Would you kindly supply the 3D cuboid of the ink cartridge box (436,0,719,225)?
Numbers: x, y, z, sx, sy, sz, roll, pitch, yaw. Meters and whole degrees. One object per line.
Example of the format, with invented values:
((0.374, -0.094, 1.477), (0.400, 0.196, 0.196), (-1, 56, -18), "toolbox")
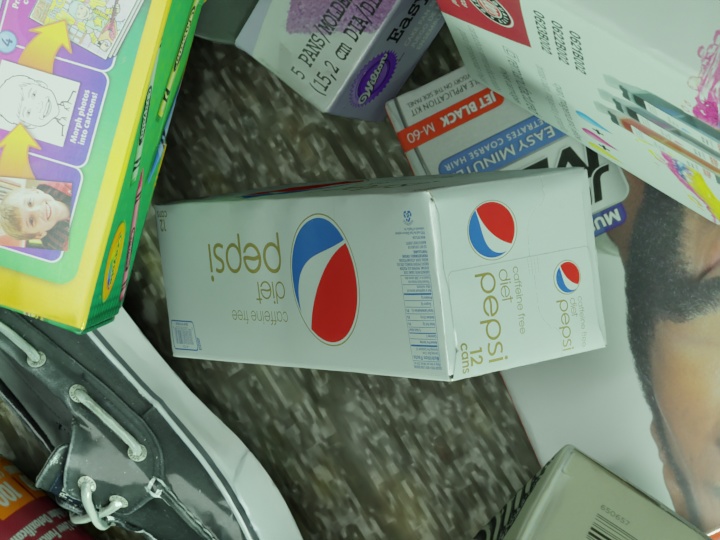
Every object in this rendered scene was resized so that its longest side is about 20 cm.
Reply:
((0.144, -0.095, 0.673), (0.200, 0.145, 0.145), (32, 83, 18), "ink cartridge box")

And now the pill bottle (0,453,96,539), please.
((-0.118, 0.172, 0.825), (0.200, 0.113, 0.113), (41, 100, 6), "pill bottle")

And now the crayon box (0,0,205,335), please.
((-0.125, -0.089, 0.762), (0.119, 0.058, 0.200), (17, 97, 5), "crayon box")

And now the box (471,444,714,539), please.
((0.044, 0.148, 0.729), (0.068, 0.082, 0.200), (34, 140, -2), "box")

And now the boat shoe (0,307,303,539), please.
((-0.098, 0.072, 0.824), (0.068, 0.072, 0.200), (-34, 81, -30), "boat shoe")

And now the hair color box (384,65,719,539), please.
((0.100, 0.006, 0.772), (0.111, 0.064, 0.200), (-26, 75, 10), "hair color box")

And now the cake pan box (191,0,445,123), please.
((-0.019, -0.181, 0.790), (0.184, 0.052, 0.200), (41, 107, 24), "cake pan box")

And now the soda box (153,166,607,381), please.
((0.000, 0.000, 0.751), (0.068, 0.200, 0.064), (-10, 96, -31), "soda box")
